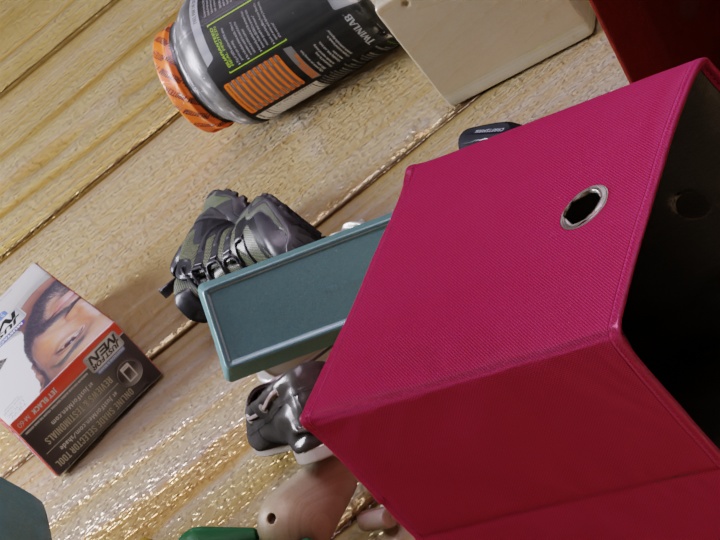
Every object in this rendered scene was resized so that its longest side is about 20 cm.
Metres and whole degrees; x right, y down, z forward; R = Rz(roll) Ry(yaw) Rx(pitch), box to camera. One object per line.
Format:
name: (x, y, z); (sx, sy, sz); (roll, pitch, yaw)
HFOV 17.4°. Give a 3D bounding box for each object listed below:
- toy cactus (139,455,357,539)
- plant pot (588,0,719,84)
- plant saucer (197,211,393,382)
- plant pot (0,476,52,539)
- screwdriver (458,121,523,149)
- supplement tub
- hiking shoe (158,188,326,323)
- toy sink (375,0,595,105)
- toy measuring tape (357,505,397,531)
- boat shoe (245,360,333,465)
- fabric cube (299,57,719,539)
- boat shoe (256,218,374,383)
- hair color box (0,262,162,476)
toy cactus: (-0.052, 0.179, 1.363); (0.199, 0.102, 0.165); (-5, 34, 47)
plant pot: (0.266, -0.176, 1.368); (0.176, 0.200, 0.200); (-40, 25, -23)
plant saucer: (-0.010, 0.008, 1.536); (0.199, 0.070, 0.019); (-21, -10, 12)
plant pot: (-0.267, 0.204, 1.524); (0.134, 0.201, 0.200); (-8, 23, -13)
screwdriver: (0.130, -0.088, 1.576); (0.029, 0.028, 0.200); (-21, 12, -30)
supplement tub: (-0.063, -0.198, 1.897); (0.199, 0.123, 0.123); (-27, 30, 24)
hiking shoe: (-0.083, 0.001, 1.697); (0.101, 0.076, 0.200); (-55, 20, -9)
toy sink: (0.099, -0.244, 1.763); (0.130, 0.112, 0.200); (-25, 31, 28)
toy measuring tape: (0.029, 0.064, 1.439); (0.073, 0.074, 0.200); (-14, 37, 42)
boat shoe: (-0.037, 0.081, 1.454); (0.067, 0.057, 0.200); (-23, 3, -11)
fabric cube: (0.125, 0.046, 1.195); (0.199, 0.200, 0.197); (-18, 36, 39)
boat shoe: (0.000, 0.000, 1.578); (0.200, 0.066, 0.072); (-38, 27, 7)
hair color box: (-0.240, 0.072, 1.792); (0.111, 0.064, 0.200); (-45, 28, -10)
